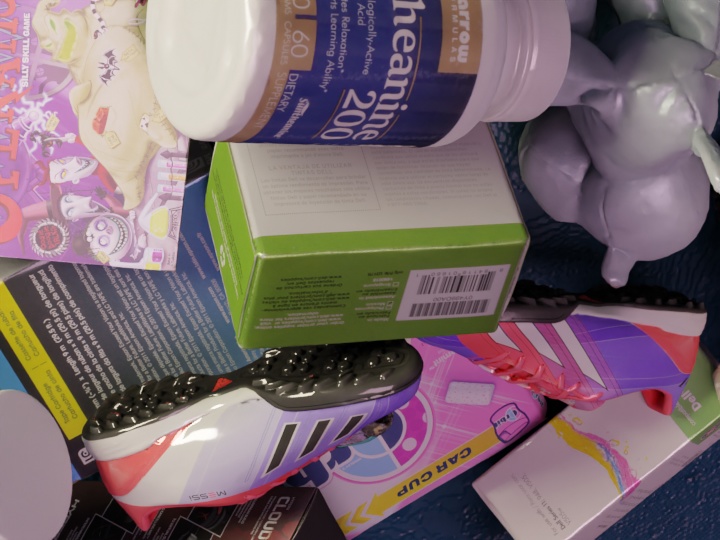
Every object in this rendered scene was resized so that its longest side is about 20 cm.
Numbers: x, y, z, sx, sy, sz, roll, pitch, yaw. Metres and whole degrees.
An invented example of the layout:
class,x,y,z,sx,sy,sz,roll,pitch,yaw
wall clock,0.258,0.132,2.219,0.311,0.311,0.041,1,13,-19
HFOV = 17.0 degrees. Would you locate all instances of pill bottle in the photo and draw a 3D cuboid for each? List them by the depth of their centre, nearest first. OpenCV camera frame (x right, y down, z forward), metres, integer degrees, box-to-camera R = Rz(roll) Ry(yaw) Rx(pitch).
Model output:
class,x,y,z,sx,sy,sz,roll,pitch,yaw
pill bottle,0.003,-0.117,1.202,0.199,0.111,0.111,-1,121,-33
pill bottle,-0.259,0.123,1.301,0.199,0.113,0.112,-13,131,30

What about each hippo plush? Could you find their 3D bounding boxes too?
class,x,y,z,sx,sy,sz,roll,pitch,yaw
hippo plush,0.165,-0.091,1.350,0.159,0.200,0.161,-48,150,-24

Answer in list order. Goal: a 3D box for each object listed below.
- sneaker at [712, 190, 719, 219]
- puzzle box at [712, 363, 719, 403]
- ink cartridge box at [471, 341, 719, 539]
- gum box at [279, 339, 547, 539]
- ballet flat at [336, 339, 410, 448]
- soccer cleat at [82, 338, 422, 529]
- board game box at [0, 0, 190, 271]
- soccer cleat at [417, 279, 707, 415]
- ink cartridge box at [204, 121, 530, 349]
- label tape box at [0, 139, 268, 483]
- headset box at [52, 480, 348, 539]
class,x,y,z,sx,sy,sz,roll,pitch,yaw
sneaker,0.279,0.006,1.474,0.090,0.070,0.201,-27,114,-29
puzzle box,0.298,0.014,1.351,0.132,0.026,0.200,7,137,-18
ink cartridge box,0.141,0.120,1.478,0.200,0.067,0.117,-40,167,6
gum box,0.004,0.081,1.442,0.199,0.066,0.114,-31,124,1
ballet flat,0.000,0.000,1.347,0.072,0.072,0.201,-1,92,-18
soccer cleat,-0.052,0.087,1.305,0.199,0.068,0.073,-15,111,20
board game box,-0.145,-0.103,1.263,0.119,0.032,0.201,5,103,-6
soccer cleat,0.109,0.045,1.351,0.199,0.068,0.074,3,101,-33
ink cartridge box,-0.009,-0.063,1.289,0.147,0.201,0.076,-3,140,-17
label tape box,-0.142,0.027,1.362,0.199,0.063,0.145,-27,124,-1
headset box,-0.076,0.201,1.417,0.199,0.075,0.149,-1,132,31
